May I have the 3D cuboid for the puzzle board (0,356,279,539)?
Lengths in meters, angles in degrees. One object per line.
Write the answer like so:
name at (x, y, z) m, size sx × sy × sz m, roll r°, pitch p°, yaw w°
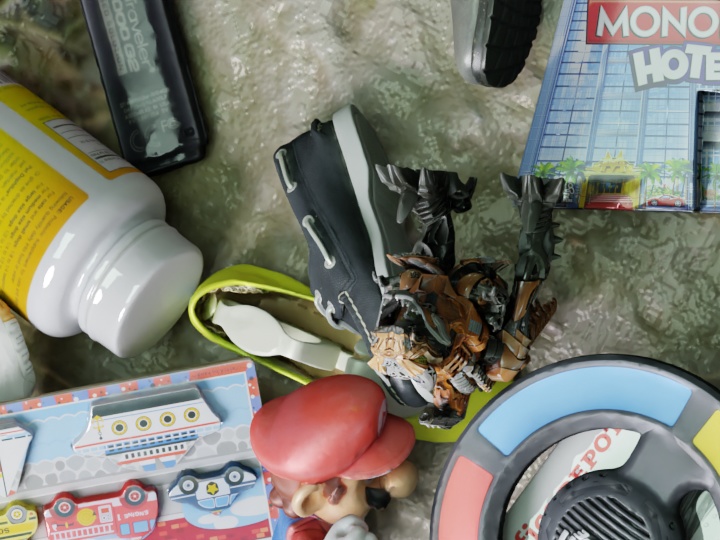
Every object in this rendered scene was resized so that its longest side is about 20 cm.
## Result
puzzle board at (-0.147, 0.138, 1.619) m, size 0.200 × 0.017 × 0.151 m, roll -11°, pitch 111°, yaw -4°

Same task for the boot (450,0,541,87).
boot at (0.033, -0.197, 1.604) m, size 0.130 × 0.068 × 0.200 m, roll -2°, pitch 82°, yaw 25°

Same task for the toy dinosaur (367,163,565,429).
toy dinosaur at (0.054, 0.015, 1.499) m, size 0.102 × 0.200 × 0.136 m, roll 4°, pitch 90°, yaw 5°

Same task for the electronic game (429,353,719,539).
electronic game at (0.130, 0.143, 1.483) m, size 0.200 × 0.042 × 0.200 m, roll 0°, pitch 89°, yaw 21°

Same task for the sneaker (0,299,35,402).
sneaker at (-0.224, 0.110, 1.651) m, size 0.076 × 0.088 × 0.200 m, roll 13°, pitch 126°, yaw 58°

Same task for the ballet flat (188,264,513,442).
ballet flat at (-0.011, 0.049, 1.611) m, size 0.200 × 0.067 × 0.067 m, roll 21°, pitch 97°, yaw 19°

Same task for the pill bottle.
pill bottle at (-0.190, -0.036, 1.654) m, size 0.200 × 0.109 × 0.109 m, roll 36°, pitch 102°, yaw 19°

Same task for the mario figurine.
mario figurine at (-0.007, 0.145, 1.565) m, size 0.123 × 0.106 × 0.200 m, roll 44°, pitch 136°, yaw 37°

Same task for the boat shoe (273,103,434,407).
boat shoe at (0.000, 0.000, 1.581) m, size 0.060 × 0.076 × 0.200 m, roll -26°, pitch 49°, yaw 14°

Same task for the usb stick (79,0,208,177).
usb stick at (-0.137, -0.156, 1.678) m, size 0.055 × 0.033 × 0.200 m, roll -17°, pitch 84°, yaw 11°

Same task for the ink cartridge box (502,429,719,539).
ink cartridge box at (0.176, 0.170, 1.533) m, size 0.200 × 0.083 × 0.147 m, roll 39°, pitch 103°, yaw 16°

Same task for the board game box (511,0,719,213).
board game box at (0.187, -0.131, 1.541) m, size 0.200 × 0.062 × 0.200 m, roll 2°, pitch 91°, yaw 21°
